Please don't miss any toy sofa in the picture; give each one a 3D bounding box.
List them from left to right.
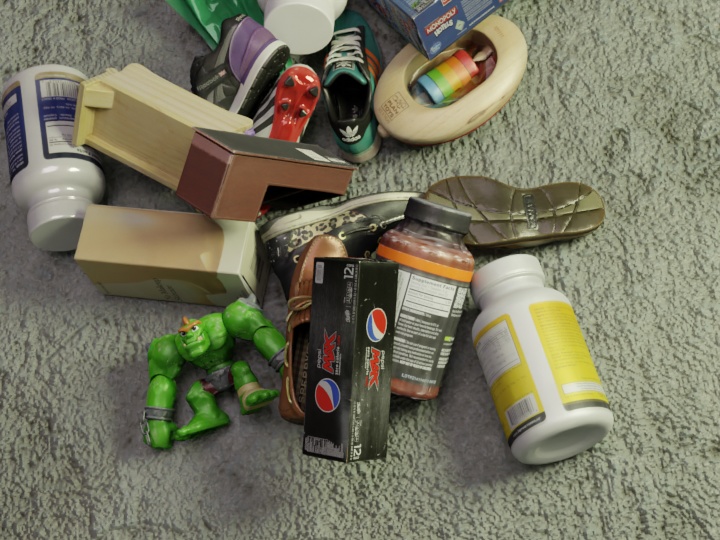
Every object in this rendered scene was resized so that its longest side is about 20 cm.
[{"bbox_3d":[-0.221,-0.153,1.762,0.198,0.084,0.097,27,33,20],"label":"toy sofa"}]

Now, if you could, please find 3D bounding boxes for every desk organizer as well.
[{"bbox_3d":[-0.102,-0.098,1.701,0.071,0.199,0.078,31,107,37],"label":"desk organizer"}]

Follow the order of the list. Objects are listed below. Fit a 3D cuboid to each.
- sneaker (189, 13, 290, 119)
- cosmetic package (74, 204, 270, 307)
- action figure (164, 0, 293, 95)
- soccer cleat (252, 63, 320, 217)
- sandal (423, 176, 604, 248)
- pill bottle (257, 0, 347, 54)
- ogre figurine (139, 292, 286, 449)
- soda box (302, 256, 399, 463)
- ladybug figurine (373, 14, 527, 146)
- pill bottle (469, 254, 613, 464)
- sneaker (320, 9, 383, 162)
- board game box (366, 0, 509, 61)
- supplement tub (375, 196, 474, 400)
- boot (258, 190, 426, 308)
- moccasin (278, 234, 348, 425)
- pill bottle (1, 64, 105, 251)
[{"bbox_3d":[-0.166,-0.204,1.809,0.087,0.076,0.201,39,108,11],"label":"sneaker"},{"bbox_3d":[-0.209,-0.015,1.753,0.197,0.105,0.072,4,66,16],"label":"cosmetic package"},{"bbox_3d":[-0.137,-0.278,1.873,0.117,0.055,0.201,-34,74,8],"label":"action figure"},{"bbox_3d":[-0.104,-0.146,1.806,0.068,0.085,0.202,23,99,-13],"label":"soccer cleat"},{"bbox_3d":[0.168,-0.060,1.715,0.197,0.055,0.083,-4,69,-5],"label":"sandal"},{"bbox_3d":[-0.067,-0.357,1.844,0.110,0.112,0.202,-5,53,10],"label":"pill bottle"},{"bbox_3d":[-0.160,0.108,1.697,0.199,0.098,0.121,-30,75,31],"label":"ogre figurine"},{"bbox_3d":[-0.010,0.088,1.570,0.063,0.070,0.203,6,93,38],"label":"soda box"},{"bbox_3d":[0.103,-0.210,1.786,0.199,0.072,0.136,-32,63,-3],"label":"ladybug figurine"},{"bbox_3d":[0.180,0.090,1.618,0.111,0.112,0.202,-19,64,3],"label":"pill bottle"},{"bbox_3d":[-0.011,-0.231,1.814,0.070,0.080,0.202,-10,63,7],"label":"sneaker"},{"bbox_3d":[0.089,-0.345,1.818,0.199,0.062,0.199,-39,37,-16],"label":"board game box"},{"bbox_3d":[0.057,0.028,1.640,0.106,0.107,0.203,17,94,19],"label":"supplement tub"},{"bbox_3d":[-0.001,0.001,1.724,0.201,0.074,0.156,-12,80,-12],"label":"boot"},{"bbox_3d":[-0.048,0.059,1.627,0.073,0.078,0.204,17,72,-7],"label":"moccasin"},{"bbox_3d":[-0.359,-0.130,1.830,0.110,0.111,0.202,-14,65,6],"label":"pill bottle"}]
